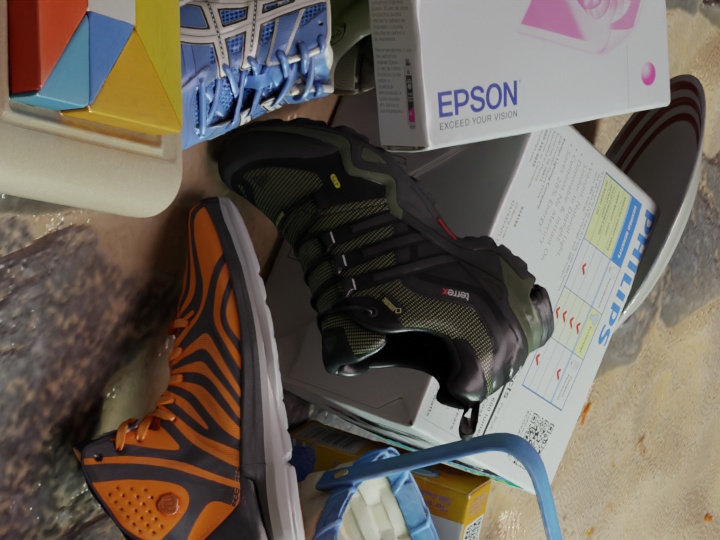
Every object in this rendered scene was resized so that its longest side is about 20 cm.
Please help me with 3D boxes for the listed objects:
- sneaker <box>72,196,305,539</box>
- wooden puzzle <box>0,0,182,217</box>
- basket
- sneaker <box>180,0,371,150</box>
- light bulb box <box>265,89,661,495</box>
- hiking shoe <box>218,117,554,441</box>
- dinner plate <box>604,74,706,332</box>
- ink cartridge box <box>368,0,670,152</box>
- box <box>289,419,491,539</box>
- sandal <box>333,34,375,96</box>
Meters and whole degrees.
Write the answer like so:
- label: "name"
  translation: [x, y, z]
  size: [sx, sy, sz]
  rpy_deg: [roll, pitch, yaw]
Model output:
- label: "sneaker"
  translation: [-0.096, 0.063, 1.385]
  size: [0.078, 0.112, 0.200]
  rpy_deg: [93, -12, -77]
- label: "wooden puzzle"
  translation: [-0.122, -0.130, 1.203]
  size: [0.185, 0.037, 0.200]
  rpy_deg: [10, 82, -66]
- label: "basket"
  translation: [0.024, 0.177, 1.459]
  size: [0.139, 0.200, 0.177]
  rpy_deg: [-48, 126, -57]
- label: "sneaker"
  translation: [-0.058, -0.111, 1.340]
  size: [0.200, 0.077, 0.076]
  rpy_deg: [-44, 143, -36]
- label: "light bulb box"
  translation: [0.056, 0.006, 1.550]
  size: [0.200, 0.125, 0.198]
  rpy_deg: [34, 78, -60]
- label: "hiking shoe"
  translation: [0.000, 0.000, 1.389]
  size: [0.101, 0.200, 0.076]
  rpy_deg: [-52, 172, -31]
- label: "dinner plate"
  translation: [0.173, -0.030, 1.695]
  size: [0.200, 0.024, 0.200]
  rpy_deg: [-157, -90, -78]
- label: "ink cartridge box"
  translation: [0.083, -0.172, 1.398]
  size: [0.196, 0.043, 0.200]
  rpy_deg: [-13, 104, -42]
- label: "box"
  translation: [-0.002, 0.200, 1.577]
  size: [0.041, 0.119, 0.200]
  rpy_deg: [-22, 126, -65]
- label: "sandal"
  translation: [0.035, -0.180, 1.459]
  size: [0.200, 0.082, 0.055]
  rpy_deg: [-54, -168, -2]
